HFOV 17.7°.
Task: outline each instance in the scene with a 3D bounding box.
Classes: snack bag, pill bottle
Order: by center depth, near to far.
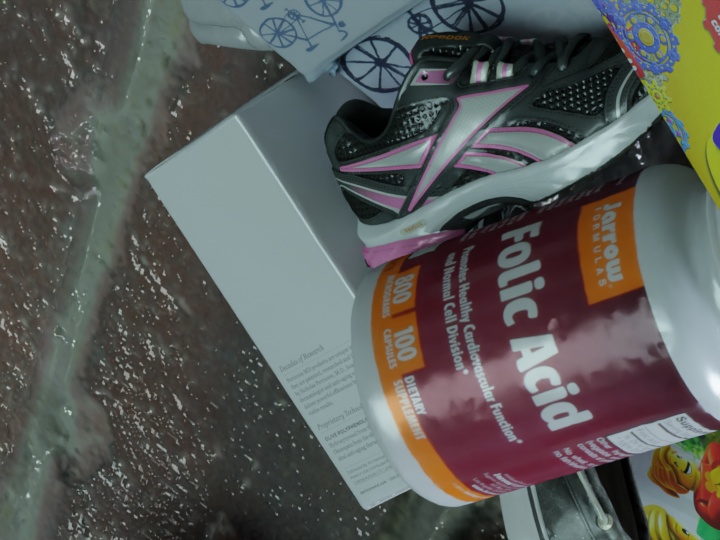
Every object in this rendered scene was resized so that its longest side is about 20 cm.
[{"bbox_3d":[0.106,0.022,0.979,0.199,0.114,0.115,-20,103,27],"label":"pill bottle"},{"bbox_3d":[0.034,-0.128,1.040,0.200,0.021,0.188,39,138,-23],"label":"snack bag"}]

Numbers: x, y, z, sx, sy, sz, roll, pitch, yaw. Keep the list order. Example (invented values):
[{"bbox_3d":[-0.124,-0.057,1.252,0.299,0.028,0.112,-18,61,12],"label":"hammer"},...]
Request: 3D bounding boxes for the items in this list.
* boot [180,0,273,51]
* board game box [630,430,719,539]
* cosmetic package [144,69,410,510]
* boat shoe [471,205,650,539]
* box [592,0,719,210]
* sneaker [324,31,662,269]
[{"bbox_3d":[-0.020,-0.160,1.099,0.199,0.074,0.096,-3,124,43],"label":"boot"},{"bbox_3d":[0.178,0.063,1.091,0.126,0.035,0.201,26,128,25],"label":"board game box"},{"bbox_3d":[0.000,0.000,1.141,0.085,0.108,0.200,-31,93,45],"label":"cosmetic package"},{"bbox_3d":[0.093,0.046,1.092,0.064,0.071,0.201,-24,72,34],"label":"boat shoe"},{"bbox_3d":[0.221,-0.070,0.789,0.201,0.192,0.122,58,147,-6],"label":"box"},{"bbox_3d":[0.060,-0.073,1.026,0.200,0.080,0.087,-28,98,28],"label":"sneaker"}]
